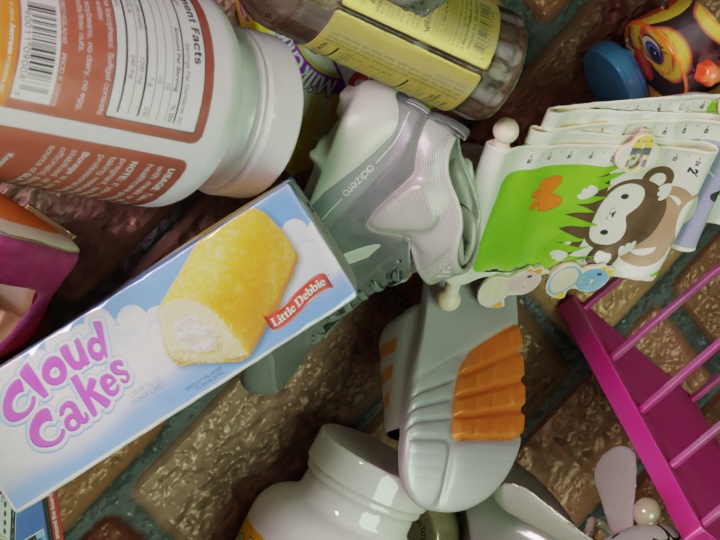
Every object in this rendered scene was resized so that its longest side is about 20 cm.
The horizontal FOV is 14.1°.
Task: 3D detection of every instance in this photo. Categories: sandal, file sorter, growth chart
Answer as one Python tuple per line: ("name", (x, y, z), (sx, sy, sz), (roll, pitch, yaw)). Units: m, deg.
("sandal", (0.049, 0.034, 1.617), (0.079, 0.059, 0.208), (16, 72, -33))
("file sorter", (0.231, 0.078, 1.671), (0.125, 0.200, 0.139), (-40, 132, 14))
("growth chart", (0.138, -0.041, 1.573), (0.199, 0.018, 0.145), (-10, 133, -21))

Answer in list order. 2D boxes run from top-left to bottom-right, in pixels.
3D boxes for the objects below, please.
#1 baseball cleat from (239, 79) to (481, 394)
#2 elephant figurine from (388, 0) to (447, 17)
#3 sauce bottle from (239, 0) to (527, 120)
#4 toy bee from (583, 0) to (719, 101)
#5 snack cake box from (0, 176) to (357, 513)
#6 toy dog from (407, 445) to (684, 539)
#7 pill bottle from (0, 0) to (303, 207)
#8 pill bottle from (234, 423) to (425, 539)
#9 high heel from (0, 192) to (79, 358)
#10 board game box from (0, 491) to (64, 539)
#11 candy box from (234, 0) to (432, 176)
("baseball cleat", (0.000, 0.000, 1.533), (0.070, 0.106, 0.201), (-51, 165, -55))
("elephant figurine", (-0.054, -0.218, 1.376), (0.199, 0.141, 0.156), (1, 111, -38))
("sauce bottle", (-0.012, -0.139, 1.455), (0.199, 0.065, 0.065), (25, 99, -24))
("toy bee", (0.170, -0.106, 1.613), (0.131, 0.109, 0.200), (-46, 131, -3))
("snack cake box", (-0.100, 0.034, 1.446), (0.199, 0.115, 0.067), (-33, 94, 1))
("toy dog", (0.105, 0.128, 1.658), (0.132, 0.199, 0.097), (-17, 106, -61))
("pill bottle", (-0.131, -0.091, 1.408), (0.199, 0.112, 0.113), (10, 108, -38))
("pill bottle", (-0.033, 0.191, 1.630), (0.104, 0.104, 0.201), (20, 101, -40))
("high heel", (-0.185, 0.011, 1.394), (0.067, 0.200, 0.096), (34, 89, -3))
("board game box", (-0.206, 0.163, 1.551), (0.103, 0.019, 0.201), (-21, 124, -24))
("candy box", (-0.018, -0.155, 1.510), (0.102, 0.026, 0.201), (-25, 126, -17))
